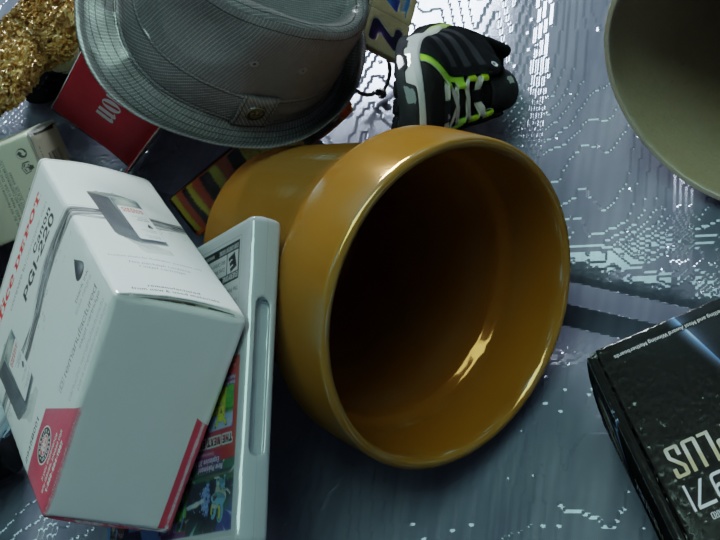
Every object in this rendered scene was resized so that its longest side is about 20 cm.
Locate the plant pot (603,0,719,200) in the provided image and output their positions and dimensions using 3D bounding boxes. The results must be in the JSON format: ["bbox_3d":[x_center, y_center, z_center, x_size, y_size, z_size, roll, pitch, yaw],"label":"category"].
[{"bbox_3d":[0.292,-0.172,0.937,0.186,0.189,0.200,26,53,33],"label":"plant pot"}]

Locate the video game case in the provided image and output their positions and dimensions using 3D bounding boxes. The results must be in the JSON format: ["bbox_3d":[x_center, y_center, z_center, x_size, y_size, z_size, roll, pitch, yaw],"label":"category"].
[{"bbox_3d":[-0.104,0.080,0.865,0.199,0.023,0.184,-23,61,56],"label":"video game case"}]

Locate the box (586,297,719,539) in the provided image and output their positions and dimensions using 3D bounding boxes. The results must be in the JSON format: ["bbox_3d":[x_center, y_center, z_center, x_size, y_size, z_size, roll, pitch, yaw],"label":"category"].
[{"bbox_3d":[0.251,0.092,0.801,0.198,0.086,0.165,-23,52,2],"label":"box"}]

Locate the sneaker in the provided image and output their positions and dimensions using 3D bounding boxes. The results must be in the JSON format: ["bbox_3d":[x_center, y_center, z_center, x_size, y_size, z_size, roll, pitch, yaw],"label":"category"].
[{"bbox_3d":[0.070,-0.134,0.999,0.082,0.072,0.200,7,27,9],"label":"sneaker"}]

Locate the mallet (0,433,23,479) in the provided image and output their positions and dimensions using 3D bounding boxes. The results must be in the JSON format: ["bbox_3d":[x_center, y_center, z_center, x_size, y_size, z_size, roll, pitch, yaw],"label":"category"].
[{"bbox_3d":[-0.275,0.052,0.997,0.065,0.041,0.203,-9,80,15],"label":"mallet"}]

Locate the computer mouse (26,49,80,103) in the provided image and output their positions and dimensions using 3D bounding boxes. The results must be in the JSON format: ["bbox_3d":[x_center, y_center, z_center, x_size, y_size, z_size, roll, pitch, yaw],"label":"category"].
[{"bbox_3d":[-0.216,-0.204,1.164,0.200,0.034,0.059,-39,39,32],"label":"computer mouse"}]

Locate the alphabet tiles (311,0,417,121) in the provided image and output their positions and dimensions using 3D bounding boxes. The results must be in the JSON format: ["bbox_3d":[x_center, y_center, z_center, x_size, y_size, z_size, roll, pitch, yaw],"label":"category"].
[{"bbox_3d":[-0.037,-0.207,0.999,0.166,0.008,0.202,24,61,-17],"label":"alphabet tiles"}]

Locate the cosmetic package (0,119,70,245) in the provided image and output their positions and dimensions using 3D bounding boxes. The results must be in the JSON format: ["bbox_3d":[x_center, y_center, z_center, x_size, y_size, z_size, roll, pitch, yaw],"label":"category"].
[{"bbox_3d":[-0.317,-0.042,1.080,0.198,0.072,0.105,-21,11,2],"label":"cosmetic package"}]

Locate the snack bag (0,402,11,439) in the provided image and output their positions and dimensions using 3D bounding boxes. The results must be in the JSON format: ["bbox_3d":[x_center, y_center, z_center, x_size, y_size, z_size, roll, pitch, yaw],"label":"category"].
[{"bbox_3d":[-0.333,0.105,0.983,0.199,0.021,0.190,36,95,26],"label":"snack bag"}]

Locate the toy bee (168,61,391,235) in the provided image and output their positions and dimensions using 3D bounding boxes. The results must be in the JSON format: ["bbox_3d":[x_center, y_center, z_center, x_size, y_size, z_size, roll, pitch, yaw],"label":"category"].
[{"bbox_3d":[-0.053,-0.108,1.027,0.130,0.109,0.201,30,81,-12],"label":"toy bee"}]

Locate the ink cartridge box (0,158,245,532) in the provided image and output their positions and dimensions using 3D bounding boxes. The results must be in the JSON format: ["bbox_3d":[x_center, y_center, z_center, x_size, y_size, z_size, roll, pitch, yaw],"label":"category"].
[{"bbox_3d":[-0.156,0.039,0.863,0.200,0.084,0.147,48,121,56],"label":"ink cartridge box"}]

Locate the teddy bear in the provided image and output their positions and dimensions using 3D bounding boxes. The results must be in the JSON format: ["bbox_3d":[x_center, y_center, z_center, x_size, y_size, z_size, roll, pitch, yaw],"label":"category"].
[{"bbox_3d":[-0.283,-0.142,1.098,0.145,0.067,0.200,-26,21,52],"label":"teddy bear"}]

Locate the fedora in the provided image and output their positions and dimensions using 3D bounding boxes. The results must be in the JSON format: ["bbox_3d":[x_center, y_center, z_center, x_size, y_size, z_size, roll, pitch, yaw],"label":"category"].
[{"bbox_3d":[-0.074,-0.173,0.907,0.198,0.090,0.179,12,64,-23],"label":"fedora"}]

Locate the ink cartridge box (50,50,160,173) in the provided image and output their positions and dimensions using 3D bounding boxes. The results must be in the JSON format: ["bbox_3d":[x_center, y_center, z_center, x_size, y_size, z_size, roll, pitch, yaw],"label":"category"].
[{"bbox_3d":[-0.156,-0.160,1.053,0.084,0.200,0.176,36,65,-10],"label":"ink cartridge box"}]

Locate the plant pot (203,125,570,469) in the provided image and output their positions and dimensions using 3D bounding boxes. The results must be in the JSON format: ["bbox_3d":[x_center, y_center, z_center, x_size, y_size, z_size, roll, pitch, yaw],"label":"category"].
[{"bbox_3d":[0.000,0.000,0.905,0.200,0.201,0.182,-49,38,-18],"label":"plant pot"}]
